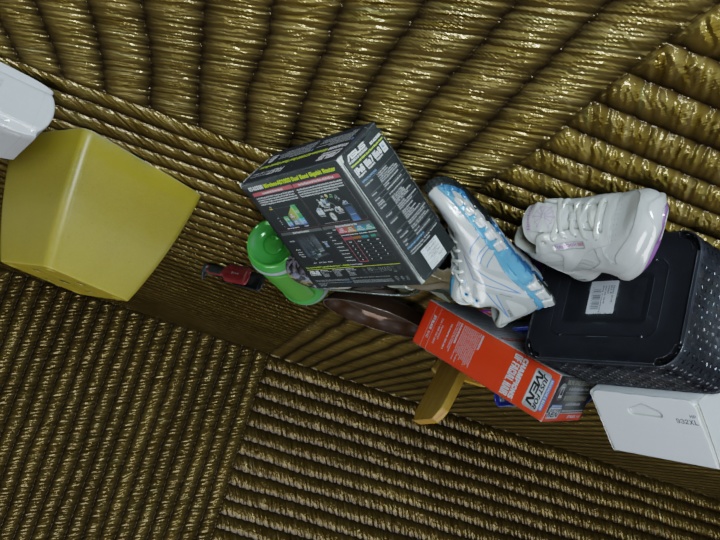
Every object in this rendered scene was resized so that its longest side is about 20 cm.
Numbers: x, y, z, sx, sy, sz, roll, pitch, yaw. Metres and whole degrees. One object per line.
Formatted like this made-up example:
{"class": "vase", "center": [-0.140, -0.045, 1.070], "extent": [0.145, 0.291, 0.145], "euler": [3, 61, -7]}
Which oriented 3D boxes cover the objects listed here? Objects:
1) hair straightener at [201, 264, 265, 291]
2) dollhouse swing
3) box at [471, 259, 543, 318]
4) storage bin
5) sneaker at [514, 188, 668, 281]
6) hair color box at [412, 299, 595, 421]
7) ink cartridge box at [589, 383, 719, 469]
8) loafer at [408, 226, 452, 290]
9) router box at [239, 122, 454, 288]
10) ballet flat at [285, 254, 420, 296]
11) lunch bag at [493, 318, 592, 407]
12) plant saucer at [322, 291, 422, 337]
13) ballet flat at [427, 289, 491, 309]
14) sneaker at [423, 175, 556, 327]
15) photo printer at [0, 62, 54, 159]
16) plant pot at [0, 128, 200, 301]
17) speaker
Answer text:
{"class": "hair straightener", "center": [-0.246, 0.018, 1.594], "extent": [0.077, 0.041, 0.199], "euler": [28, 162, -39]}
{"class": "dollhouse swing", "center": [0.220, 0.225, 1.555], "extent": [0.181, 0.177, 0.200], "euler": [17, 165, -9]}
{"class": "box", "center": [0.211, 0.027, 1.078], "extent": [0.136, 0.039, 0.199], "euler": [27, 163, -39]}
{"class": "storage bin", "center": [0.282, 0.044, 0.850], "extent": [0.093, 0.136, 0.199], "euler": [24, 165, -31]}
{"class": "sneaker", "center": [0.208, -0.033, 0.765], "extent": [0.099, 0.075, 0.200], "euler": [18, 167, -9]}
{"class": "hair color box", "center": [0.176, 0.109, 1.009], "extent": [0.199, 0.064, 0.111], "euler": [29, -169, 38]}
{"class": "ink cartridge box", "center": [0.380, 0.122, 0.912], "extent": [0.145, 0.199, 0.084], "euler": [-5, 112, 59]}
{"class": "loafer", "center": [0.099, -0.019, 0.971], "extent": [0.199, 0.076, 0.068], "euler": [8, 143, 48]}
{"class": "router box", "center": [-0.019, -0.058, 0.842], "extent": [0.199, 0.062, 0.150], "euler": [-3, 128, 55]}
{"class": "ballet flat", "center": [0.000, 0.000, 1.105], "extent": [0.199, 0.073, 0.072], "euler": [4, 169, -12]}
{"class": "lunch bag", "center": [0.283, 0.123, 1.147], "extent": [0.199, 0.128, 0.170], "euler": [-12, 177, 12]}
{"class": "plant saucer", "center": [0.030, 0.074, 1.492], "extent": [0.199, 0.035, 0.200], "euler": [17, 167, 4]}
{"class": "ballet flat", "center": [0.124, 0.016, 1.029], "extent": [0.199, 0.067, 0.064], "euler": [10, 132, 49]}
{"class": "sneaker", "center": [0.117, -0.009, 0.842], "extent": [0.200, 0.086, 0.075], "euler": [47, -163, -26]}
{"class": "photo printer", "center": [-0.452, -0.193, 0.941], "extent": [0.166, 0.070, 0.200], "euler": [24, 165, -28]}
{"class": "plant pot", "center": [-0.378, -0.066, 1.132], "extent": [0.199, 0.178, 0.200], "euler": [5, 162, 41]}
{"class": "speaker", "center": [-0.102, -0.009, 1.221], "extent": [0.088, 0.089, 0.200], "euler": [13, 166, 16]}
